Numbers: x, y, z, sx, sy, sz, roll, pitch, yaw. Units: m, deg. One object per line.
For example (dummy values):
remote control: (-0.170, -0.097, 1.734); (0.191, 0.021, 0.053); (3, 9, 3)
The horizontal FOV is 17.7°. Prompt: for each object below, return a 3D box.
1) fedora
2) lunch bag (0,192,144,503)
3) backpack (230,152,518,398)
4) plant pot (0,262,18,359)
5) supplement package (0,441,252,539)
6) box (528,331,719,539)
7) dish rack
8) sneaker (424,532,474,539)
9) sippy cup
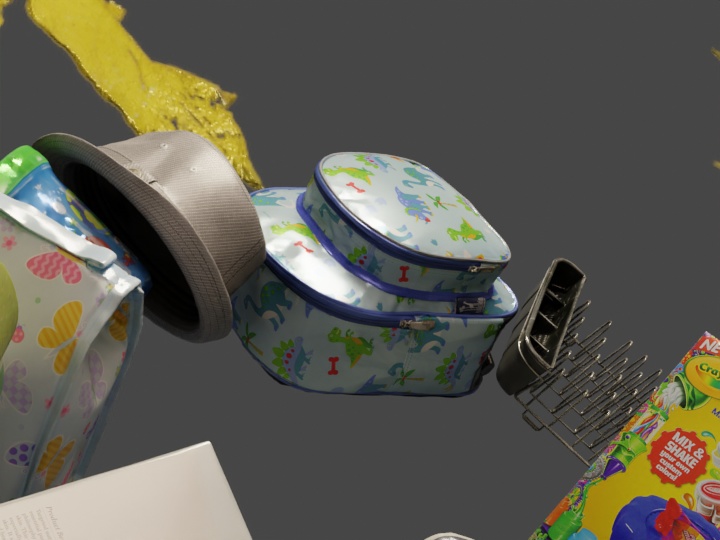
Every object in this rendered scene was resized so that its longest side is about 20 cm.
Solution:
fedora: (-0.139, -0.042, 1.664); (0.090, 0.177, 0.200); (-39, 46, -23)
lunch bag: (-0.233, 0.043, 1.455); (0.169, 0.201, 0.127); (27, 29, 9)
backpack: (0.000, 0.000, 1.747); (0.199, 0.148, 0.183); (-3, 37, -36)
plant pot: (-0.291, 0.058, 1.296); (0.200, 0.201, 0.185); (26, 48, 5)
supplement package: (-0.158, 0.208, 1.204); (0.199, 0.151, 0.152); (-15, 70, -31)
box: (0.251, 0.187, 1.542); (0.200, 0.122, 0.193); (36, 76, 23)
dish rack: (0.190, 0.100, 1.759); (0.200, 0.055, 0.154); (44, 31, -8)
sneaker: (0.063, 0.210, 1.458); (0.199, 0.080, 0.130); (44, -3, -39)
sippy cup: (-0.221, 0.005, 1.612); (0.130, 0.140, 0.178); (37, 39, 1)
